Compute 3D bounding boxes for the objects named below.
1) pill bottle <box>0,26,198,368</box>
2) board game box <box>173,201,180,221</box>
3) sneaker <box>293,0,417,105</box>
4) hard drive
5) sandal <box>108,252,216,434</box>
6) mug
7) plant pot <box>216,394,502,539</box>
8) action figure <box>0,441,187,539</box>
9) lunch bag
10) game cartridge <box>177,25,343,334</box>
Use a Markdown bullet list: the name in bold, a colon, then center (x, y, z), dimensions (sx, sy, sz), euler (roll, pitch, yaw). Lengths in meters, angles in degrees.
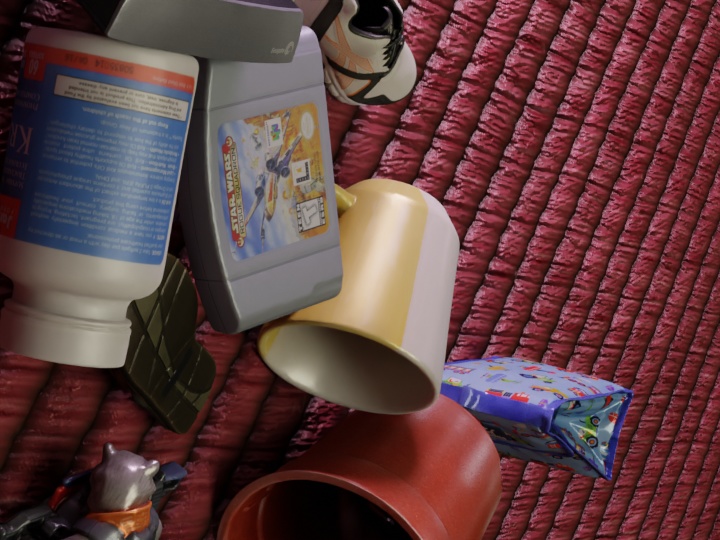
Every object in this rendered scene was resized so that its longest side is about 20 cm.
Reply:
- **pill bottle**: center (-0.171, -0.045, 1.167), dimensions (0.112, 0.112, 0.201), euler (6, 95, -60)
- **board game box**: center (-0.105, -0.131, 1.315), dimensions (0.158, 0.039, 0.201), euler (24, 79, -59)
- **sneaker**: center (0.004, -0.178, 1.447), dimensions (0.200, 0.080, 0.074), euler (35, 69, -59)
- **hard drive**: center (-0.123, -0.192, 1.177), dimensions (0.042, 0.135, 0.200), euler (-48, 158, 22)
- **sandal**: center (-0.148, 0.050, 1.307), dimensions (0.082, 0.054, 0.200), euler (-59, 160, -19)
- **mug**: center (0.008, 0.004, 1.460), dimensions (0.187, 0.148, 0.154), euler (77, 28, -61)
- **plant pot**: center (0.015, 0.203, 1.512), dimensions (0.195, 0.199, 0.202), euler (-45, 138, -55)
- **action figure**: center (-0.164, 0.206, 1.285), dimensions (0.200, 0.104, 0.195), euler (-25, 131, -52)
- **lunch bag**: center (0.141, 0.124, 1.715), dimensions (0.200, 0.150, 0.095), euler (21, 83, -60)
- **game cartridge**: center (-0.072, -0.063, 1.302), dimensions (0.133, 0.041, 0.201), euler (-22, 110, -52)
